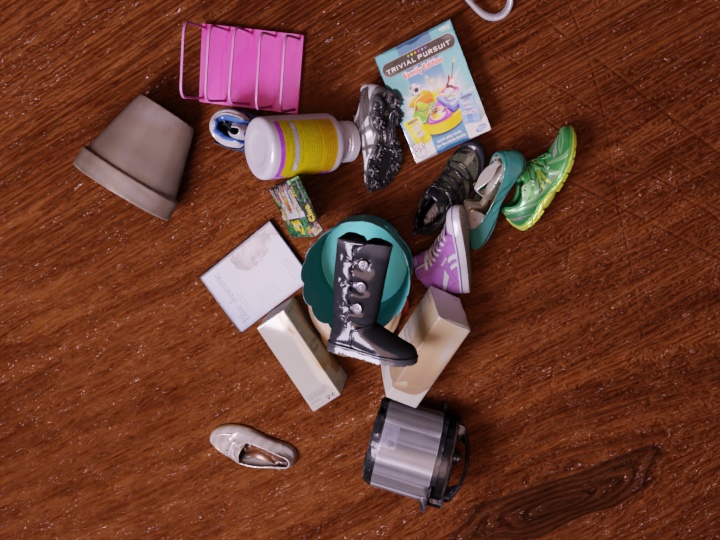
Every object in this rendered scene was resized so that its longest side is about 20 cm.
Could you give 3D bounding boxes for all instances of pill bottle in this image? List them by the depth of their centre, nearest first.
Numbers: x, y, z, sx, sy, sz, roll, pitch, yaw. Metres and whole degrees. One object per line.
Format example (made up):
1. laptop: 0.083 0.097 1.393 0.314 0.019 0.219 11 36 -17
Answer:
1. pill bottle: -0.097 -0.221 1.220 0.103 0.196 0.107 19 115 49

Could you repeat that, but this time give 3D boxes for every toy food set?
1. toy food set: -0.007 0.065 1.366 0.194 0.049 0.204 -21 99 13

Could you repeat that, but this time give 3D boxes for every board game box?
1. board game box: 0.131 -0.318 1.249 0.148 0.047 0.204 -22 100 13
2. board game box: -0.120 -0.112 1.268 0.023 0.199 0.107 -29 99 -14

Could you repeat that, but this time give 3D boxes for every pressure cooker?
1. pressure cooker: 0.113 0.355 1.351 0.195 0.179 0.180 13 109 8

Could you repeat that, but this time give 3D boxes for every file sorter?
1. file sorter: -0.213 -0.364 1.250 0.194 0.126 0.143 8 105 7

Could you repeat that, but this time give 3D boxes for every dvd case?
1. dvd case: -0.211 0.013 1.400 0.198 0.018 0.144 -36 97 16

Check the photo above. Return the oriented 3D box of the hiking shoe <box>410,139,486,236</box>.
1. hiking shoe: 0.161 -0.142 1.255 0.075 0.101 0.202 33 109 6

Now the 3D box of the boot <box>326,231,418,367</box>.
1. boot: 0.030 0.049 1.162 0.160 0.066 0.206 9 102 5

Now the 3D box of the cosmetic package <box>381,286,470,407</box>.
1. cosmetic package: 0.118 0.145 1.309 0.070 0.106 0.203 21 116 -18

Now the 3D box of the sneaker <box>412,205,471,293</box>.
1. sneaker: 0.145 -0.033 1.274 0.111 0.074 0.204 4 134 14

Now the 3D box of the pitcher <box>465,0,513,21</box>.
1. pitcher: 0.175 -0.516 1.166 0.194 0.122 0.175 4 120 -4

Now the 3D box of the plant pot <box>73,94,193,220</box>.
1. plant pot: -0.401 -0.220 1.298 0.197 0.200 0.176 32 90 -1

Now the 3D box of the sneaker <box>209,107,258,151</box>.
1. sneaker: -0.179 -0.238 1.265 0.196 0.147 0.082 22 107 3

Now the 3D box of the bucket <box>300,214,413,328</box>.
1. bucket: 0.000 0.000 1.253 0.201 0.135 0.213 2 105 8

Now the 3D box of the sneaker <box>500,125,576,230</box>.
1. sneaker: 0.319 -0.170 1.243 0.082 0.074 0.203 27 107 -3

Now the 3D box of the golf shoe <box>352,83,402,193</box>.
1. golf shoe: 0.028 -0.245 1.278 0.076 0.095 0.204 -15 130 -28

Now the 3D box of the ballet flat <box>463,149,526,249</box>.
1. ballet flat: 0.224 -0.131 1.254 0.069 0.068 0.203 8 123 -27

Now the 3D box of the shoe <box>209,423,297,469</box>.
1. shoe: -0.231 0.378 1.477 0.195 0.053 0.072 13 106 5

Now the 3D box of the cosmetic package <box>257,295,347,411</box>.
1. cosmetic package: -0.113 0.163 1.380 0.070 0.105 0.202 -31 99 13
